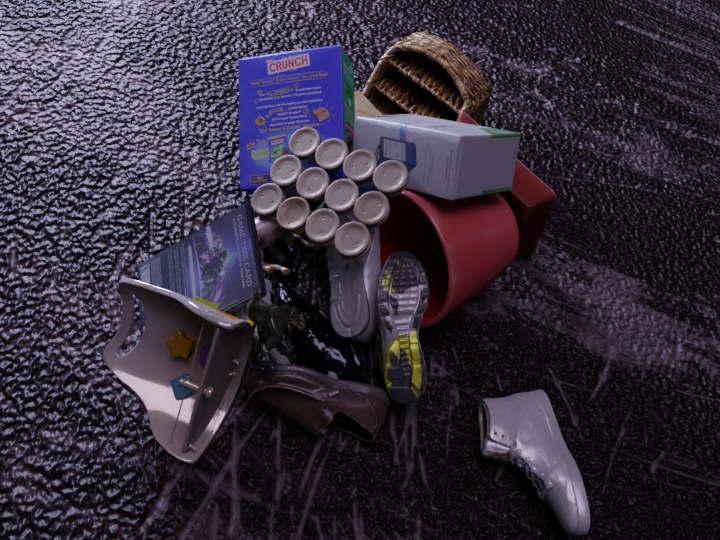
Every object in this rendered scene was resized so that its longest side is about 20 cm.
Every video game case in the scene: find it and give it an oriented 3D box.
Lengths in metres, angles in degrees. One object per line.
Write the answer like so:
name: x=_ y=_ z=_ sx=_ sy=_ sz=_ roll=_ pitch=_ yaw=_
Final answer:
video game case: x=-0.219 y=0.012 z=0.939 sx=0.197 sy=0.019 sz=0.145 roll=-26 pitch=56 yaw=17

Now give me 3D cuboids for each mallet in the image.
mallet: x=-0.089 y=-0.080 z=1.080 sx=0.065 sy=0.041 sz=0.201 roll=31 pitch=62 yaw=15

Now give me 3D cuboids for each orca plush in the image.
orca plush: x=-0.059 y=0.071 z=0.975 sx=0.103 sy=0.072 sz=0.203 roll=-13 pitch=59 yaw=-21

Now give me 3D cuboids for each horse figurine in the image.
horse figurine: x=-0.127 y=-0.044 z=0.981 sx=0.131 sy=0.051 sz=0.200 roll=24 pitch=51 yaw=33

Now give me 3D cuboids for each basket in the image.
basket: x=0.114 y=-0.313 z=1.238 sx=0.200 sy=0.144 sz=0.148 roll=42 pitch=56 yaw=17

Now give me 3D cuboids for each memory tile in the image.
memory tile: x=-0.044 y=-0.108 z=0.956 sx=0.197 sy=0.017 sz=0.155 roll=25 pitch=76 yaw=24

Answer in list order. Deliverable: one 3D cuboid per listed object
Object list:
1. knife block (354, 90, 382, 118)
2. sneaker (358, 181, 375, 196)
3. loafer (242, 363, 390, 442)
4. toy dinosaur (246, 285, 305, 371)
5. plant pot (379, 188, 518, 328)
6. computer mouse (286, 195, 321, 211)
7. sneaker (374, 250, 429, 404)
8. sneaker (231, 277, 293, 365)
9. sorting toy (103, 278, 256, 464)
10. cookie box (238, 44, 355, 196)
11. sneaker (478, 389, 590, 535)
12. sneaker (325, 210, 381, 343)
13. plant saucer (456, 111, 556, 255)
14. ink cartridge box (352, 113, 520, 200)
knife block: x=-0.055 y=-0.225 z=1.130 sx=0.173 sy=0.065 sz=0.201 roll=-19 pitch=50 yaw=-23
sneaker: x=0.026 y=-0.110 z=1.116 sx=0.080 sy=0.077 sz=0.200 roll=29 pitch=54 yaw=18
loafer: x=-0.057 y=0.175 z=0.901 sx=0.195 sy=0.074 sz=0.072 roll=10 pitch=54 yaw=-5
toy dinosaur: x=-0.111 y=0.077 z=0.847 sx=0.046 sy=0.200 sz=0.090 roll=4 pitch=81 yaw=8
plant pot: x=0.126 y=-0.040 z=1.032 sx=0.175 sy=0.202 sz=0.202 roll=-19 pitch=61 yaw=-33
computer mouse: x=-0.091 y=-0.164 z=1.143 sx=0.136 sy=0.053 sz=0.202 roll=25 pitch=54 yaw=4
sneaker: x=0.045 y=0.077 z=0.953 sx=0.073 sy=0.084 sz=0.205 roll=5 pitch=81 yaw=-16
sneaker: x=-0.142 y=0.053 z=0.966 sx=0.087 sy=0.076 sz=0.201 roll=-30 pitch=67 yaw=-29
sorting toy: x=-0.235 y=0.097 z=0.864 sx=0.177 sy=0.203 sz=0.107 roll=25 pitch=23 yaw=9
cookie box: x=-0.094 y=-0.222 z=1.058 sx=0.167 sy=0.075 sz=0.205 roll=-3 pitch=82 yaw=13
sneaker: x=0.216 y=0.254 z=0.916 sx=0.113 sy=0.075 sz=0.203 roll=-3 pitch=47 yaw=-13
sneaker: x=0.000 y=0.000 z=0.996 sx=0.075 sy=0.080 sz=0.205 roll=-3 pitch=76 yaw=31
plant saucer: x=0.206 y=-0.123 z=1.102 sx=0.037 sy=0.200 sz=0.200 roll=-39 pitch=70 yaw=-14
ink cartridge box: x=0.103 y=-0.168 z=0.994 sx=0.144 sy=0.090 sz=0.198 roll=-13 pitch=27 yaw=-44
